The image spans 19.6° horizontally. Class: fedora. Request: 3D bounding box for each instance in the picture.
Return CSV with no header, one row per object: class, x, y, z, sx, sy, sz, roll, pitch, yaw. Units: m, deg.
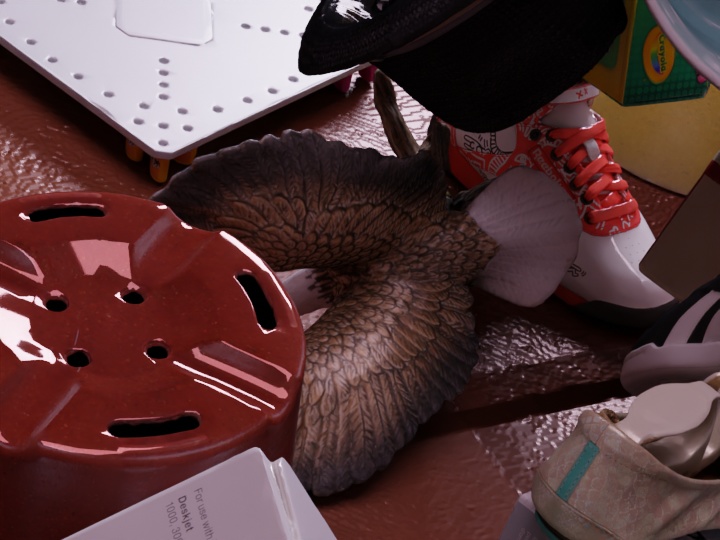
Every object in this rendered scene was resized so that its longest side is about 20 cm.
fedora,0.065,-0.128,1.002,0.092,0.200,0.201,49,34,-18

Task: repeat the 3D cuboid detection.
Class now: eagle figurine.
eagle figurine,-0.005,0.004,1.011,0.152,0.151,0.200,39,32,13

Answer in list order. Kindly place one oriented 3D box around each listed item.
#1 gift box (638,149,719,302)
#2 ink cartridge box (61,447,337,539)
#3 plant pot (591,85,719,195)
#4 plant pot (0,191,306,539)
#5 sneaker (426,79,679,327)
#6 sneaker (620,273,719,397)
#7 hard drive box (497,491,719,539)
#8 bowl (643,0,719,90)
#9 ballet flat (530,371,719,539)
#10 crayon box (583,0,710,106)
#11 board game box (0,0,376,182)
gift box,0.284,0.000,1.034,0.187,0.185,0.200,40,13,32
ink cartridge box,-0.083,0.166,0.693,0.199,0.145,0.085,-27,44,3
plant pot,0.226,-0.155,1.268,0.199,0.142,0.201,9,39,-7
plant pot,-0.110,0.090,0.805,0.200,0.196,0.201,9,38,-7
sneaker,0.111,-0.066,1.144,0.067,0.108,0.201,-14,47,-32
sneaker,0.193,0.002,0.921,0.073,0.200,0.112,24,71,-19
hard drive box,0.165,0.166,0.862,0.200,0.077,0.156,36,25,28
bowl,0.197,-0.163,0.934,0.200,0.202,0.105,7,1,-10
ballet flat,0.143,0.074,0.862,0.067,0.063,0.200,34,23,27
crayon box,0.134,-0.198,1.048,0.058,0.201,0.119,-9,31,-26
board game box,-0.117,-0.141,1.228,0.200,0.026,0.200,36,42,25
